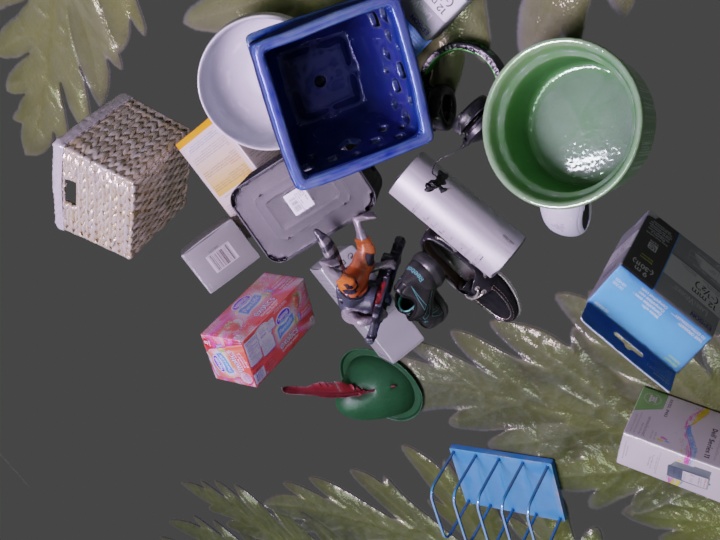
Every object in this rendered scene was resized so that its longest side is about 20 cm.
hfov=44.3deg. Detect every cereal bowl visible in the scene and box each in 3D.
[{"bbox_3d":[-0.134,-0.283,1.302,0.199,0.083,0.201,0,115,1],"label":"cereal bowl"}]

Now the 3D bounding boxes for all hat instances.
[{"bbox_3d":[-0.014,0.251,1.585,0.200,0.176,0.166,24,133,19],"label":"hat"}]

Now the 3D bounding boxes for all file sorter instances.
[{"bbox_3d":[0.241,0.412,1.571,0.200,0.123,0.139,2,123,35],"label":"file sorter"}]

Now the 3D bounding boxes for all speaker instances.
[{"bbox_3d":[0.139,-0.082,1.291,0.200,0.081,0.081,40,136,3],"label":"speaker"}]

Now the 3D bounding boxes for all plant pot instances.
[{"bbox_3d":[-0.039,-0.247,1.172,0.180,0.199,0.200,-127,18,-64],"label":"plant pot"}]

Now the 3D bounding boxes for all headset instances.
[{"bbox_3d":[0.125,-0.206,1.195,0.123,0.094,0.201,22,121,20],"label":"headset"}]

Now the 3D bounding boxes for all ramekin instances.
[{"bbox_3d":[0.259,-0.177,1.077,0.200,0.098,0.201,6,100,34],"label":"ramekin"}]

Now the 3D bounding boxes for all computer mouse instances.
[{"bbox_3d":[0.275,-0.123,1.190,0.109,0.044,0.200,10,127,28],"label":"computer mouse"}]

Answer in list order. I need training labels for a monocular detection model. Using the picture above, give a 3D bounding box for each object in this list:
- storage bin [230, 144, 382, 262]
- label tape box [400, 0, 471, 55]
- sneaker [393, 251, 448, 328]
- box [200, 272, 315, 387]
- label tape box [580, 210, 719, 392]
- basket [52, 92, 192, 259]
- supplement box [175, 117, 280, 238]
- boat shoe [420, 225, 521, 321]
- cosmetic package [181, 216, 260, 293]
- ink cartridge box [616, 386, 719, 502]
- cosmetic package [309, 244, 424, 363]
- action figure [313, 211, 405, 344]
[{"bbox_3d":[-0.081,-0.121,1.351,0.200,0.094,0.135,-30,104,17],"label":"storage bin"},{"bbox_3d":[0.071,-0.374,1.125,0.143,0.066,0.200,47,135,-5],"label":"label tape box"},{"bbox_3d":[0.087,0.045,1.393,0.075,0.079,0.200,37,162,26],"label":"sneaker"},{"bbox_3d":[-0.178,0.101,1.569,0.094,0.200,0.103,8,127,30],"label":"box"},{"bbox_3d":[0.376,0.034,1.115,0.143,0.200,0.066,39,135,3],"label":"label tape box"},{"bbox_3d":[-0.408,-0.163,1.537,0.160,0.200,0.199,26,135,8],"label":"basket"},{"bbox_3d":[-0.193,-0.168,1.463,0.126,0.074,0.200,-25,106,43],"label":"supplement box"},{"bbox_3d":[0.168,0.009,1.355,0.074,0.060,0.200,-30,103,44],"label":"boat shoe"},{"bbox_3d":[-0.243,-0.030,1.516,0.090,0.107,0.200,53,172,-13],"label":"cosmetic package"},{"bbox_3d":[0.487,0.257,1.279,0.200,0.117,0.067,19,129,23],"label":"ink cartridge box"},{"bbox_3d":[0.009,0.054,1.467,0.200,0.074,0.102,53,170,-8],"label":"cosmetic package"},{"bbox_3d":[0.000,0.000,1.342,0.104,0.200,0.194,6,137,18],"label":"action figure"}]
